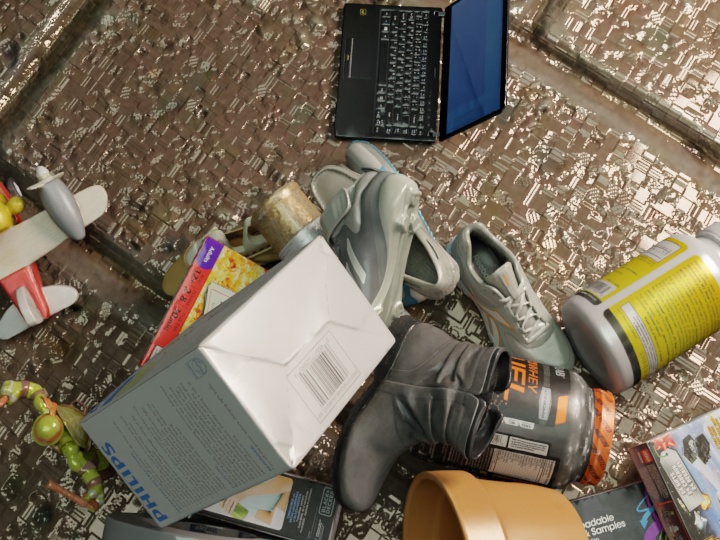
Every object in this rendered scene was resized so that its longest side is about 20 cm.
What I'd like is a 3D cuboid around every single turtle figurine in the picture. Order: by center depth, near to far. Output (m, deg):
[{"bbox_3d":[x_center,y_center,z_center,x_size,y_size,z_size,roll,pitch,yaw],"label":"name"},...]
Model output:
[{"bbox_3d":[-0.305,0.161,0.954,0.064,0.162,0.200,-42,77,-10],"label":"turtle figurine"}]

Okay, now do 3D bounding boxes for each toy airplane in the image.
[{"bbox_3d":[-0.397,-0.027,1.018,0.195,0.141,0.204,16,75,5],"label":"toy airplane"}]

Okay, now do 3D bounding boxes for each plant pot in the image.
[{"bbox_3d":[0.135,0.291,0.904,0.137,0.200,0.205,-3,74,-17],"label":"plant pot"}]

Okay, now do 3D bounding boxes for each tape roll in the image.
[{"bbox_3d":[-0.152,0.283,0.896,0.195,0.201,0.068,8,78,4],"label":"tape roll"}]

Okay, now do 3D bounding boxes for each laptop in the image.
[{"bbox_3d":[0.069,-0.252,1.087,0.195,0.104,0.182,4,74,2],"label":"laptop"}]

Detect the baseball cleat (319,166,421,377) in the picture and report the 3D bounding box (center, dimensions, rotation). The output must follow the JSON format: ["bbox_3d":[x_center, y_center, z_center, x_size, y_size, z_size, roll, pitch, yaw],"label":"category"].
[{"bbox_3d":[0.000,0.000,0.927,0.105,0.069,0.204,18,92,30],"label":"baseball cleat"}]

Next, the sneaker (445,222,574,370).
[{"bbox_3d":[0.162,0.035,1.012,0.075,0.092,0.201,-37,78,-9],"label":"sneaker"}]

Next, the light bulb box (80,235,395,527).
[{"bbox_3d":[-0.108,0.099,0.833,0.126,0.199,0.198,53,40,-7],"label":"light bulb box"}]

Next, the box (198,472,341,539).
[{"bbox_3d":[-0.117,0.228,0.956,0.195,0.117,0.061,15,78,4],"label":"box"}]

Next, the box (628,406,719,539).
[{"bbox_3d":[0.378,0.252,0.955,0.134,0.040,0.204,-16,74,-23],"label":"box"}]

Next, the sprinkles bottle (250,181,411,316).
[{"bbox_3d":[-0.031,0.001,0.984,0.068,0.068,0.201,-40,86,-9],"label":"sprinkles bottle"}]

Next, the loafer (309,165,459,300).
[{"bbox_3d":[0.021,-0.045,0.981,0.199,0.070,0.071,38,97,16],"label":"loafer"}]

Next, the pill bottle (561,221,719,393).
[{"bbox_3d":[0.325,0.034,0.998,0.197,0.113,0.114,-30,76,-6],"label":"pill bottle"}]

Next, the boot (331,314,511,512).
[{"bbox_3d":[0.057,0.150,0.871,0.130,0.069,0.204,21,92,36],"label":"boot"}]

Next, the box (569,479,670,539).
[{"bbox_3d":[0.278,0.328,0.960,0.140,0.036,0.204,-13,76,-3],"label":"box"}]

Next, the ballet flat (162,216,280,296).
[{"bbox_3d":[-0.137,-0.031,1.050,0.196,0.064,0.069,-21,48,-7],"label":"ballet flat"}]

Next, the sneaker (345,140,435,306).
[{"bbox_3d":[0.025,-0.056,1.051,0.080,0.077,0.203,-28,73,0],"label":"sneaker"}]

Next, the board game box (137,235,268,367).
[{"bbox_3d":[-0.116,0.080,0.998,0.197,0.046,0.154,29,76,-13],"label":"board game box"}]

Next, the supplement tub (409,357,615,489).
[{"bbox_3d":[0.155,0.153,0.965,0.195,0.123,0.125,12,75,4],"label":"supplement tub"}]
